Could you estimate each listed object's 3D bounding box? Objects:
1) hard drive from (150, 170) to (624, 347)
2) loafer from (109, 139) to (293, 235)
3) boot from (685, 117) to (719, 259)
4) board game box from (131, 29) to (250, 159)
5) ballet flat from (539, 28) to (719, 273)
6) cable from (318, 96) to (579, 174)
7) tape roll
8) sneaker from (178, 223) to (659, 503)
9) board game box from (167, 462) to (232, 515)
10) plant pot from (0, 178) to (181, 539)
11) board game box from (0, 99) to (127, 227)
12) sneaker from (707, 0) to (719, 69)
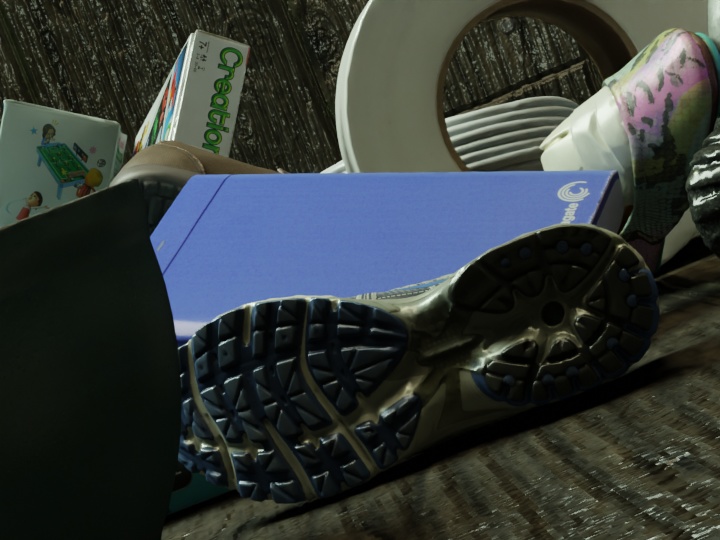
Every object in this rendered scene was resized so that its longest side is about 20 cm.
[{"bbox_3d":[0.000,0.000,1.105,0.199,0.025,0.132,0,33,21],"label":"hard drive"},{"bbox_3d":[-0.027,-0.018,1.254,0.073,0.199,0.071,-56,20,30],"label":"loafer"},{"bbox_3d":[0.181,-0.043,1.011,0.157,0.080,0.211,-10,0,43],"label":"boot"},{"bbox_3d":[-0.104,-0.007,1.335,0.034,0.201,0.126,16,-27,-12],"label":"board game box"},{"bbox_3d":[0.113,-0.041,1.175,0.071,0.069,0.200,-9,-22,-8],"label":"ballet flat"},{"bbox_3d":[0.050,-0.034,1.517,0.199,0.070,0.200,-2,-21,-42],"label":"cable"},{"bbox_3d":[0.088,-0.085,1.350,0.202,0.204,0.139,-22,2,-2],"label":"tape roll"},{"bbox_3d":[0.022,0.038,0.981,0.199,0.077,0.085,-14,-5,16],"label":"sneaker"},{"bbox_3d":[-0.118,0.059,1.167,0.199,0.047,0.151,-22,29,13],"label":"board game box"},{"bbox_3d":[-0.142,0.069,0.869,0.199,0.135,0.200,-22,2,1],"label":"plant pot"},{"bbox_3d":[-0.169,0.019,1.355,0.064,0.201,0.148,11,-1,-4],"label":"board game box"},{"bbox_3d":[0.217,-0.089,1.177,0.080,0.071,0.200,-11,-20,30],"label":"sneaker"}]
